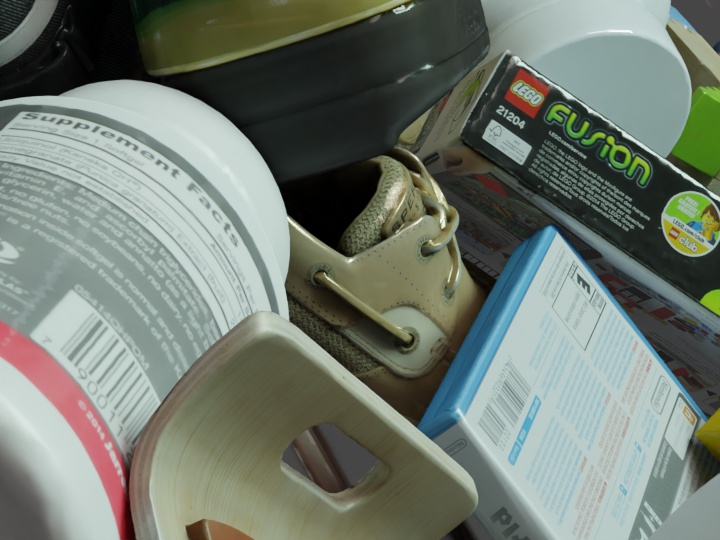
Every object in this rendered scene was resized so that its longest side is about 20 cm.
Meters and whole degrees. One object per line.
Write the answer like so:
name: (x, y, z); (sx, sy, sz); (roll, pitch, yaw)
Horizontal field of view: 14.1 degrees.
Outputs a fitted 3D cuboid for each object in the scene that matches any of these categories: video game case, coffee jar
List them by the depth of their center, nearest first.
coffee jar: (-0.030, -0.125, 0.758); (0.104, 0.085, 0.201); (-49, 124, -71)
video game case: (0.096, 0.092, 0.828); (0.200, 0.018, 0.143); (52, 24, -8)

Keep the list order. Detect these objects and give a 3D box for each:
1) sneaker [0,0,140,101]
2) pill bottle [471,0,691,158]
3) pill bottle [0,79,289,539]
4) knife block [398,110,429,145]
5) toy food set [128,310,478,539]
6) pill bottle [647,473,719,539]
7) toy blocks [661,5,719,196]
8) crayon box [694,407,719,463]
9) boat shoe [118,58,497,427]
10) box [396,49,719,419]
sneaker: (-0.099, -0.121, 0.815); (0.112, 0.073, 0.201); (64, 23, -45)
pill bottle: (0.045, -0.115, 1.047); (0.112, 0.112, 0.200); (18, 32, -36)
pill bottle: (-0.079, 0.026, 0.657); (0.111, 0.111, 0.200); (37, 25, -2)
knife block: (-0.040, -0.106, 0.938); (0.064, 0.175, 0.201); (17, 60, -24)
toy food set: (0.025, 0.120, 0.597); (0.144, 0.060, 0.201); (44, 24, -63)
pill bottle: (0.153, 0.138, 0.735); (0.200, 0.104, 0.104); (49, 24, -11)
toy blocks: (0.164, -0.036, 1.115); (0.199, 0.100, 0.137); (27, 17, -29)
crayon box: (0.209, 0.105, 0.815); (0.200, 0.058, 0.172); (49, -15, -15)
boat shoe: (0.000, 0.000, 0.855); (0.199, 0.065, 0.071); (22, 30, -30)
box: (0.101, 0.010, 0.933); (0.200, 0.035, 0.110); (34, -17, -11)
